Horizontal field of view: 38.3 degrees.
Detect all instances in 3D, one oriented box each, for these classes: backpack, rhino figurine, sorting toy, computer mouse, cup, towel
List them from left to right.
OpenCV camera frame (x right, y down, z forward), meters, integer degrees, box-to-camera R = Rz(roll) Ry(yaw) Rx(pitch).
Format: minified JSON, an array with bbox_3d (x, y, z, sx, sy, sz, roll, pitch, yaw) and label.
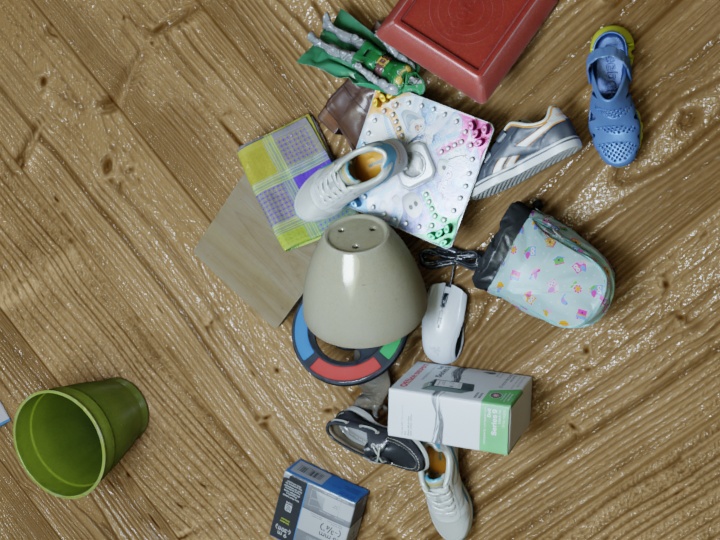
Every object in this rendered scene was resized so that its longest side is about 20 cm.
[{"bbox_3d":[-0.148,-0.045,1.751,0.200,0.070,0.199,42,114,9],"label":"sorting toy"},{"bbox_3d":[-0.102,-0.142,1.677,0.143,0.023,0.201,-23,77,-8],"label":"towel"},{"bbox_3d":[0.000,0.000,1.593,0.199,0.201,0.144,10,132,21],"label":"cup"},{"bbox_3d":[0.011,0.172,1.740,0.087,0.060,0.202,5,106,25],"label":"rhino figurine"},{"bbox_3d":[0.137,0.060,1.667,0.109,0.044,0.202,11,106,20],"label":"computer mouse"},{"bbox_3d":[0.281,0.007,1.549,0.199,0.127,0.168,30,109,11],"label":"backpack"}]

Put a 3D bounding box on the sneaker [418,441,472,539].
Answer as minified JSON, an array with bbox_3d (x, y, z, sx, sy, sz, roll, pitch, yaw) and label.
[{"bbox_3d":[0.133,0.359,1.711,0.076,0.081,0.202,-9,99,23],"label":"sneaker"}]

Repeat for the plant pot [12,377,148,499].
[{"bbox_3d":[-0.495,0.286,1.908,0.199,0.193,0.202,6,105,22],"label":"plant pot"}]

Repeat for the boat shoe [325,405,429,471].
[{"bbox_3d":[0.025,0.281,1.686,0.199,0.060,0.074,26,127,40],"label":"boat shoe"}]

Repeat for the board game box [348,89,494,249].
[{"bbox_3d":[0.079,-0.160,1.577,0.199,0.026,0.201,24,104,19],"label":"board game box"}]

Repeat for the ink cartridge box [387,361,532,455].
[{"bbox_3d":[0.157,0.214,1.638,0.198,0.146,0.085,6,105,22],"label":"ink cartridge box"}]

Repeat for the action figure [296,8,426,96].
[{"bbox_3d":[0.016,-0.318,1.561,0.199,0.055,0.118,31,76,16],"label":"action figure"}]

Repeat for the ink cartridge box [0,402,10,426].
[{"bbox_3d":[-0.839,0.314,2.099,0.199,0.128,0.126,-34,88,27],"label":"ink cartridge box"}]

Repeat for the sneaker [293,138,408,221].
[{"bbox_3d":[-0.027,-0.138,1.567,0.199,0.081,0.077,-32,85,24],"label":"sneaker"}]

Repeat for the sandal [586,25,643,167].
[{"bbox_3d":[0.356,-0.245,1.480,0.079,0.087,0.202,-7,101,22],"label":"sandal"}]

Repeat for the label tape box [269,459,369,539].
[{"bbox_3d":[-0.081,0.459,1.843,0.143,0.063,0.201,21,109,18],"label":"label tape box"}]

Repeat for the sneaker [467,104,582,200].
[{"bbox_3d":[0.233,-0.176,1.554,0.199,0.078,0.080,-28,79,32],"label":"sneaker"}]

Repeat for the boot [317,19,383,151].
[{"bbox_3d":[0.049,-0.268,1.624,0.186,0.064,0.200,40,110,8],"label":"boot"}]

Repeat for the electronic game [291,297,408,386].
[{"bbox_3d":[-0.017,0.091,1.682,0.198,0.042,0.201,-7,64,14],"label":"electronic game"}]

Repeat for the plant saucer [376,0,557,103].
[{"bbox_3d":[0.154,-0.378,1.514,0.199,0.037,0.200,35,85,13],"label":"plant saucer"}]
